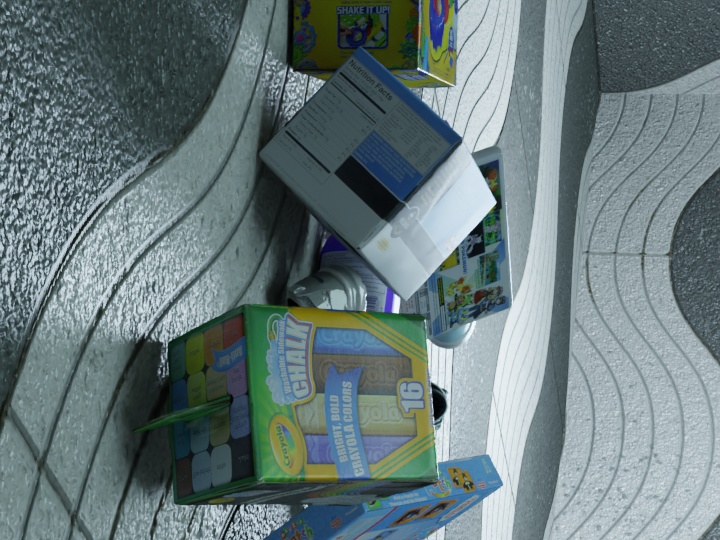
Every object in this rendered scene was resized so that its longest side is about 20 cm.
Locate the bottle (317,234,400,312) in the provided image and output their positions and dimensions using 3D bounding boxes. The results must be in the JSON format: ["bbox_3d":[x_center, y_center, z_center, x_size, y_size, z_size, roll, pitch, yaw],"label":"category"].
[{"bbox_3d":[0.000,0.000,1.669,0.065,0.083,0.202,65,29,-62],"label":"bottle"}]

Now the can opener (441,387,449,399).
[{"bbox_3d":[0.057,0.180,2.056,0.067,0.053,0.200,-58,174,14],"label":"can opener"}]

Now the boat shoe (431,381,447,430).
[{"bbox_3d":[0.053,0.141,1.756,0.201,0.071,0.071,67,30,-74],"label":"boat shoe"}]

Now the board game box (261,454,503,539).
[{"bbox_3d":[0.009,0.213,1.460,0.199,0.151,0.037,1,57,-52],"label":"board game box"}]

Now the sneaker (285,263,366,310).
[{"bbox_3d":[-0.051,0.094,1.547,0.081,0.074,0.202,-9,110,-41],"label":"sneaker"}]

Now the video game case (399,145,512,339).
[{"bbox_3d":[0.075,-0.017,1.835,0.022,0.181,0.202,47,-29,51],"label":"video game case"}]

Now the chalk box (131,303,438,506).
[{"bbox_3d":[-0.061,0.097,1.222,0.198,0.124,0.125,6,73,-34],"label":"chalk box"}]

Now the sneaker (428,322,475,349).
[{"bbox_3d":[0.100,-0.015,2.117,0.131,0.079,0.202,75,12,-57],"label":"sneaker"}]

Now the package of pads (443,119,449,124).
[{"bbox_3d":[0.059,-0.071,1.929,0.120,0.075,0.202,-23,114,-74],"label":"package of pads"}]

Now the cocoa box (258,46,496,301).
[{"bbox_3d":[0.021,-0.081,1.531,0.131,0.133,0.200,-47,161,-1],"label":"cocoa box"}]

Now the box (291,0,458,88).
[{"bbox_3d":[0.017,-0.275,1.620,0.200,0.121,0.195,-9,100,-77],"label":"box"}]
